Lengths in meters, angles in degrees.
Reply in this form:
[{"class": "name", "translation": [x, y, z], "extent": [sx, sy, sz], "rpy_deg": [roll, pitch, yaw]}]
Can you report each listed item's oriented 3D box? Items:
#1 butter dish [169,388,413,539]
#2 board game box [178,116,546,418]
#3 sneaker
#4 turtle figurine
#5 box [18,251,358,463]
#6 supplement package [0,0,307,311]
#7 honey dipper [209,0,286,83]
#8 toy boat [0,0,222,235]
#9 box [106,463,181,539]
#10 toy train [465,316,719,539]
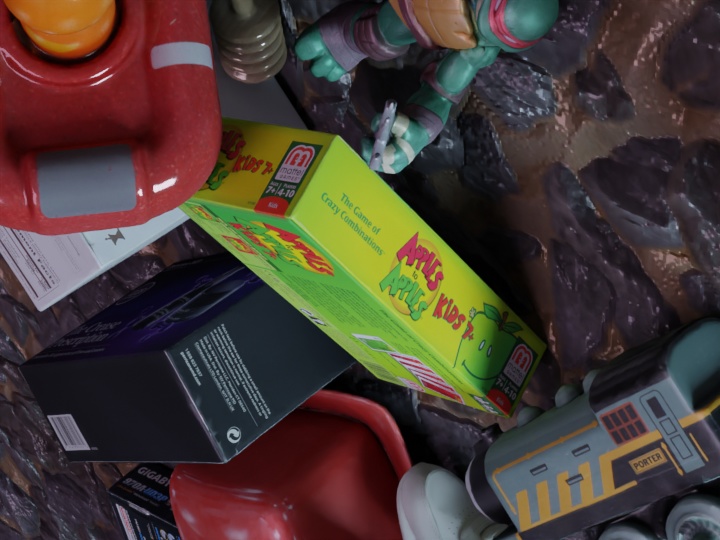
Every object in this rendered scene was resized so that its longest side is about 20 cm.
[{"class": "butter dish", "translation": [-0.052, 0.182, 1.026], "extent": [0.200, 0.148, 0.200], "rpy_deg": [6, 123, 49]}, {"class": "board game box", "translation": [0.000, 0.000, 0.808], "extent": [0.101, 0.048, 0.200], "rpy_deg": [13, 158, 45]}, {"class": "sneaker", "translation": [0.105, 0.180, 0.919], "extent": [0.200, 0.075, 0.100], "rpy_deg": [48, 123, 13]}, {"class": "turtle figurine", "translation": [0.026, -0.120, 0.704], "extent": [0.200, 0.101, 0.150], "rpy_deg": [29, 124, 59]}, {"class": "box", "translation": [-0.099, 0.049, 0.972], "extent": [0.200, 0.141, 0.079], "rpy_deg": [-9, 110, 54]}, {"class": "supplement package", "translation": [-0.157, -0.109, 0.888], "extent": [0.200, 0.156, 0.111], "rpy_deg": [57, 149, -5]}, {"class": "honey dipper", "translation": [-0.065, -0.158, 0.779], "extent": [0.038, 0.038, 0.200], "rpy_deg": [41, 165, 20]}, {"class": "toy boat", "translation": [-0.132, -0.121, 0.705], "extent": [0.131, 0.130, 0.200], "rpy_deg": [130, 132, -78]}, {"class": "box", "translation": [-0.112, 0.263, 1.264], "extent": [0.159, 0.046, 0.200], "rpy_deg": [17, 132, 43]}, {"class": "toy train", "translation": [0.133, 0.103, 0.778], "extent": [0.200, 0.085, 0.114], "rpy_deg": [-35, 85, 49]}]
